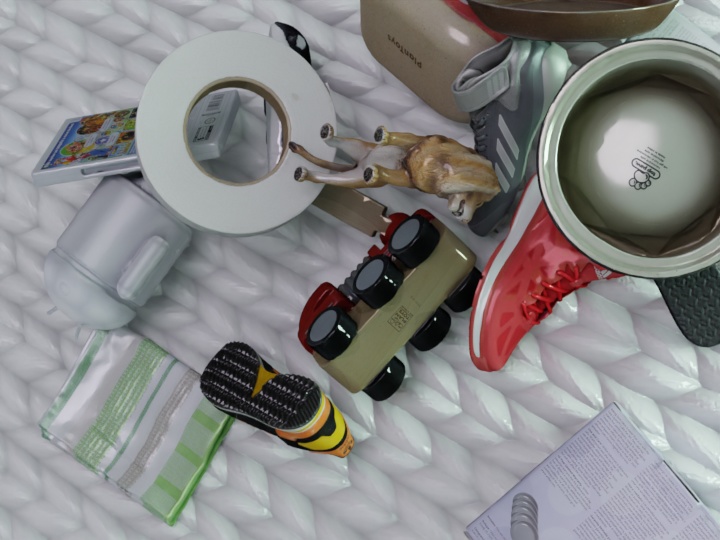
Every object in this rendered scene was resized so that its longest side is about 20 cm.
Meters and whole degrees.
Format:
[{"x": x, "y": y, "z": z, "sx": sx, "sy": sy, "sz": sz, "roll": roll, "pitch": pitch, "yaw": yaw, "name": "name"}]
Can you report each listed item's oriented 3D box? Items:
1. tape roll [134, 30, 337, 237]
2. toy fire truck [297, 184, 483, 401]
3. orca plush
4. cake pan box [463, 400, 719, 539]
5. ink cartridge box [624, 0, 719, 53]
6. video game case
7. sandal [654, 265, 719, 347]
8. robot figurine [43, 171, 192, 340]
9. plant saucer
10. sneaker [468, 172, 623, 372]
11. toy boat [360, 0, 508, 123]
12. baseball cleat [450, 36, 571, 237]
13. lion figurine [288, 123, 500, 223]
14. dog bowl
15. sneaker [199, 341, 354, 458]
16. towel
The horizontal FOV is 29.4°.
[{"x": -0.121, "y": -0.134, "z": 1.346, "sx": 0.200, "sy": 0.037, "sz": 0.205, "roll": 1, "pitch": 84, "yaw": -11, "name": "tape roll"}, {"x": 0.000, "y": 0.000, "z": 1.343, "sx": 0.176, "sy": 0.128, "sz": 0.200, "roll": -48, "pitch": 27, "yaw": 3, "name": "toy fire truck"}, {"x": -0.059, "y": -0.160, "z": 1.425, "sx": 0.070, "sy": 0.105, "sz": 0.202, "roll": 2, "pitch": 61, "yaw": -11, "name": "orca plush"}, {"x": 0.220, "y": 0.248, "z": 1.203, "sx": 0.184, "sy": 0.052, "sz": 0.200, "roll": -44, "pitch": 63, "yaw": 9, "name": "cake pan box"}, {"x": 0.305, "y": -0.127, "z": 1.285, "sx": 0.200, "sy": 0.047, "sz": 0.160, "roll": 41, "pitch": 93, "yaw": 10, "name": "ink cartridge box"}, {"x": -0.233, "y": -0.141, "z": 1.446, "sx": 0.198, "sy": 0.018, "sz": 0.144, "roll": -8, "pitch": 29, "yaw": 9, "name": "video game case"}, {"x": 0.277, "y": -0.026, "z": 1.237, "sx": 0.075, "sy": 0.048, "sz": 0.202, "roll": -22, "pitch": 93, "yaw": 7, "name": "sandal"}, {"x": -0.255, "y": -0.022, "z": 1.441, "sx": 0.201, "sy": 0.113, "sz": 0.169, "roll": -54, "pitch": 30, "yaw": -4, "name": "robot figurine"}, {"x": 0.192, "y": -0.240, "z": 1.251, "sx": 0.198, "sy": 0.200, "sz": 0.035, "roll": 9, "pitch": 115, "yaw": 25, "name": "plant saucer"}, {"x": 0.181, "y": 0.010, "z": 1.271, "sx": 0.115, "sy": 0.078, "sz": 0.202, "roll": 18, "pitch": 84, "yaw": 28, "name": "sneaker"}, {"x": 0.098, "y": -0.243, "z": 1.368, "sx": 0.130, "sy": 0.131, "sz": 0.200, "roll": -34, "pitch": 61, "yaw": -22, "name": "toy boat"}, {"x": 0.120, "y": -0.131, "z": 1.292, "sx": 0.070, "sy": 0.105, "sz": 0.202, "roll": -117, "pitch": 44, "yaw": -60, "name": "baseball cleat"}, {"x": 0.031, "y": -0.099, "z": 1.287, "sx": 0.199, "sy": 0.122, "sz": 0.073, "roll": 20, "pitch": 100, "yaw": 51, "name": "lion figurine"}, {"x": 0.250, "y": -0.093, "z": 1.177, "sx": 0.198, "sy": 0.074, "sz": 0.203, "roll": 0, "pitch": 89, "yaw": 7, "name": "dog bowl"}, {"x": -0.084, "y": 0.136, "z": 1.355, "sx": 0.070, "sy": 0.090, "sz": 0.199, "roll": -52, "pitch": 36, "yaw": -15, "name": "sneaker"}, {"x": -0.235, "y": 0.154, "z": 1.436, "sx": 0.199, "sy": 0.031, "sz": 0.150, "roll": 29, "pitch": 89, "yaw": 27, "name": "towel"}]
